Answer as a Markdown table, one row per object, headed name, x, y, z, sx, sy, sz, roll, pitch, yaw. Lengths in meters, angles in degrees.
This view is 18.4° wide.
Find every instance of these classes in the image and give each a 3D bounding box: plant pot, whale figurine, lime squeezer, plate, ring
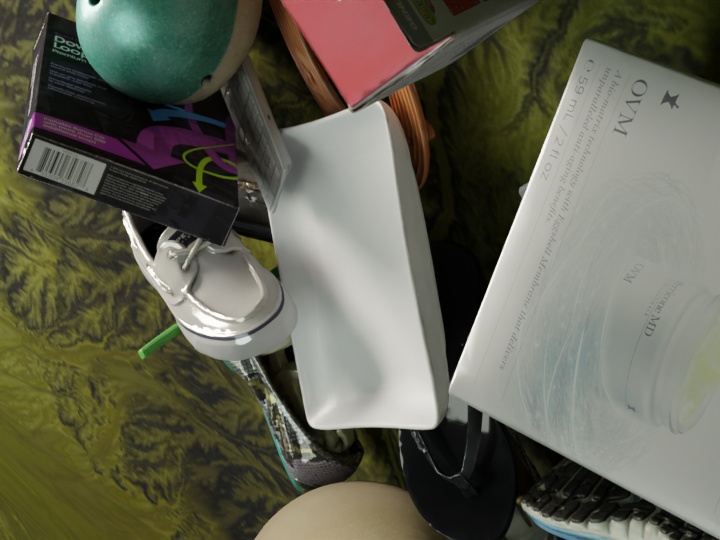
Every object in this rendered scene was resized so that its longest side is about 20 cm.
| name | x | y | z | sx | sy | sz | roll | pitch | yaw |
| --- | --- | --- | --- | --- | --- | --- | --- | --- | --- |
| plant pot | 0.015 | 0.234 | 1.531 | 0.188 | 0.187 | 0.200 | 56 | 168 | 2 |
| whale figurine | -0.148 | -0.205 | 1.465 | 0.159 | 0.103 | 0.201 | -43 | 61 | 36 |
| lime squeezer | -0.059 | 0.030 | 1.551 | 0.038 | 0.199 | 0.071 | -167 | 81 | -68 |
| plate | 0.000 | 0.000 | 1.411 | 0.200 | 0.032 | 0.201 | -9 | 91 | 65 |
| ring | -0.007 | -0.140 | 1.390 | 0.201 | 0.019 | 0.201 | 54 | 164 | 24 |

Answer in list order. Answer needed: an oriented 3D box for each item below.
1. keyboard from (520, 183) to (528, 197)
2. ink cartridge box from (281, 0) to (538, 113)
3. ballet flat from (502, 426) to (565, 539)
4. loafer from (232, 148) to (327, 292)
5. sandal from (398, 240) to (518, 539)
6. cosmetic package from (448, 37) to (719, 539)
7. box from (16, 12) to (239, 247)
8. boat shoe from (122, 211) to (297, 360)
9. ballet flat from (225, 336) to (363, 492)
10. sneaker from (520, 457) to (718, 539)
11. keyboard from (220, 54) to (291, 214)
| name | x | y | z | sx | sy | sz | roll | pitch | yaw |
| --- | --- | --- | --- | --- | --- | --- | --- | --- | --- |
| keyboard | 0.165 | 0.026 | 1.338 | 0.201 | 0.011 | 0.056 | 58 | 149 | -2 |
| ink cartridge box | -0.012 | -0.199 | 1.222 | 0.084 | 0.175 | 0.201 | -33 | 89 | 31 |
| ballet flat | 0.087 | 0.143 | 1.502 | 0.072 | 0.072 | 0.201 | -17 | 102 | 58 |
| loafer | -0.050 | -0.053 | 1.542 | 0.199 | 0.073 | 0.073 | 32 | 120 | 27 |
| sandal | 0.053 | 0.083 | 1.446 | 0.076 | 0.043 | 0.202 | -10 | 90 | 18 |
| cosmetic package | 0.181 | 0.015 | 1.120 | 0.199 | 0.123 | 0.201 | 26 | 98 | 39 |
| box | -0.152 | -0.098 | 1.481 | 0.200 | 0.142 | 0.036 | -101 | 34 | -61 |
| boat shoe | -0.108 | -0.006 | 1.500 | 0.200 | 0.072 | 0.066 | 46 | 167 | 55 |
| ballet flat | -0.056 | 0.069 | 1.653 | 0.201 | 0.072 | 0.072 | 60 | 149 | -6 |
| sneaker | 0.181 | 0.177 | 1.405 | 0.199 | 0.078 | 0.090 | 18 | 136 | 47 |
| keyboard | -0.087 | -0.135 | 1.496 | 0.201 | 0.011 | 0.056 | 68 | 153 | 24 |
